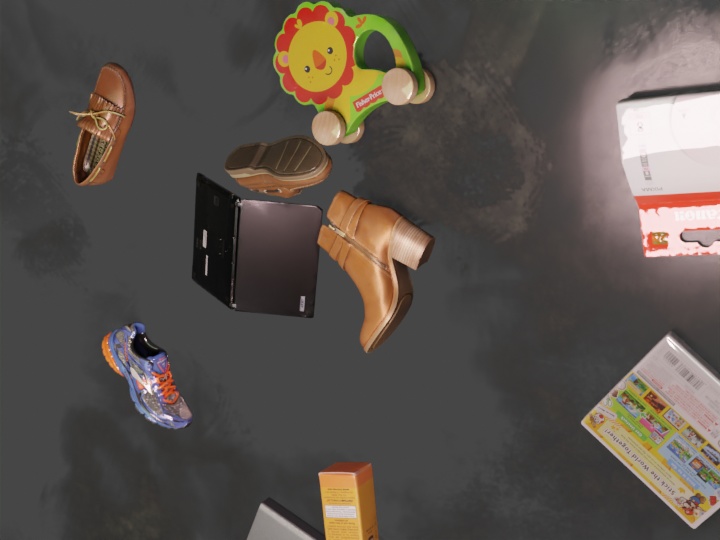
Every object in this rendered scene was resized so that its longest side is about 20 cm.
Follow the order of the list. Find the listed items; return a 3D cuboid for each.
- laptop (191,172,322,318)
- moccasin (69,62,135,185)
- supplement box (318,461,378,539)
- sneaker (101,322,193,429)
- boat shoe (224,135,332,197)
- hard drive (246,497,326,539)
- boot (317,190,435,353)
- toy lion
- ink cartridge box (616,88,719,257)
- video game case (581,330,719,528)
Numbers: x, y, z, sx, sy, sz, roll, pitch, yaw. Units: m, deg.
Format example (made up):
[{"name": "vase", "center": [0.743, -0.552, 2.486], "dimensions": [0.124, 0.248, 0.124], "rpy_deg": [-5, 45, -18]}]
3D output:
[{"name": "laptop", "center": [-0.159, -0.038, 1.793], "dimensions": [0.200, 0.103, 0.177], "rpy_deg": [31, 122, 48]}, {"name": "moccasin", "center": [-0.396, -0.220, 1.828], "dimensions": [0.074, 0.078, 0.202], "rpy_deg": [36, 121, 15]}, {"name": "supplement box", "center": [-0.013, 0.391, 1.798], "dimensions": [0.069, 0.067, 0.200], "rpy_deg": [-5, 94, 25]}, {"name": "sneaker", "center": [-0.334, 0.168, 1.928], "dimensions": [0.078, 0.075, 0.200], "rpy_deg": [-41, 85, 30]}, {"name": "boat shoe", "center": [-0.101, -0.140, 1.676], "dimensions": [0.200, 0.072, 0.068], "rpy_deg": [10, 151, 47]}, {"name": "hard drive", "center": [-0.093, 0.468, 1.912], "dimensions": [0.200, 0.033, 0.140], "rpy_deg": [31, 120, 18]}, {"name": "boot", "center": [0.000, 0.000, 1.670], "dimensions": [0.155, 0.077, 0.200], "rpy_deg": [29, 116, 17]}, {"name": "toy lion", "center": [-0.022, -0.278, 1.606], "dimensions": [0.200, 0.069, 0.192], "rpy_deg": [-25, 85, 34]}, {"name": "ink cartridge box", "center": [0.395, -0.111, 1.422], "dimensions": [0.162, 0.057, 0.200], "rpy_deg": [-2, 101, 30]}, {"name": "video game case", "center": [0.411, 0.205, 1.535], "dimensions": [0.200, 0.023, 0.182], "rpy_deg": [43, 122, 10]}]
